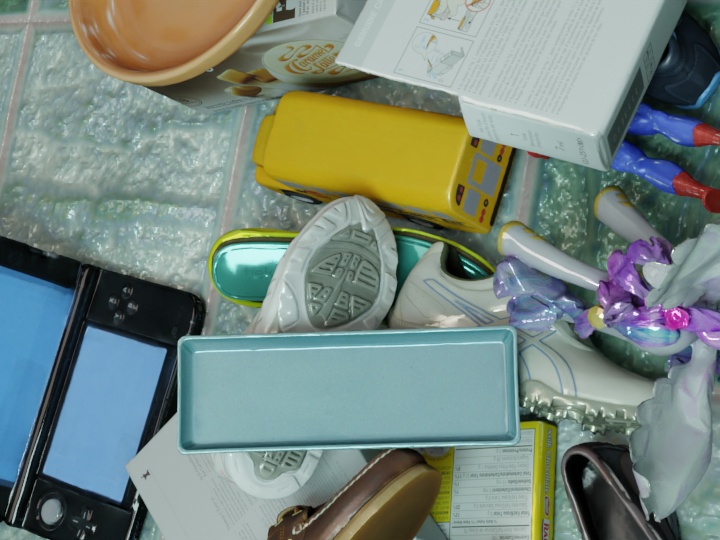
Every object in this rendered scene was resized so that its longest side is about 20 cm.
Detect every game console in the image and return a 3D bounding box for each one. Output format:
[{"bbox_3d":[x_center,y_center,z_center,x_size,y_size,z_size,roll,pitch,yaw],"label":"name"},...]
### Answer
[{"bbox_3d":[-0.230,0.088,1.396,0.175,0.116,0.201,14,85,38],"label":"game console"}]

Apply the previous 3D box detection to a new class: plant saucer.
[{"bbox_3d":[-0.007,0.071,1.136,0.198,0.019,0.070,-2,76,4],"label":"plant saucer"},{"bbox_3d":[-0.112,-0.214,1.307,0.199,0.037,0.202,-15,63,32],"label":"plant saucer"}]

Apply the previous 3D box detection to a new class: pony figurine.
[{"bbox_3d":[0.173,0.024,1.079,0.199,0.192,0.168,24,118,35],"label":"pony figurine"}]

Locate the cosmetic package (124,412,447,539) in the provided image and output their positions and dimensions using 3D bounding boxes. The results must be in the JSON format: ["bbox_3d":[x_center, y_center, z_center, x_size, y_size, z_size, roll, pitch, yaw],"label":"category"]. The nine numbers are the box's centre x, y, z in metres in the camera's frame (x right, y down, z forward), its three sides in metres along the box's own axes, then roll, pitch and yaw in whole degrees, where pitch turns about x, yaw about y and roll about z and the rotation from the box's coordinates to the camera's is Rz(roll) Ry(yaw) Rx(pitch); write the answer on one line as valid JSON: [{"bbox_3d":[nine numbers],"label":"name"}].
[{"bbox_3d":[-0.050,0.152,1.253,0.151,0.052,0.200,-44,54,13],"label":"cosmetic package"}]

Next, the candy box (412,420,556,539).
[{"bbox_3d":[0.033,0.151,1.241,0.199,0.026,0.103,-6,75,35],"label":"candy box"}]

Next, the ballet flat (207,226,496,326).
[{"bbox_3d":[0.000,0.000,1.276,0.198,0.067,0.067,6,100,8],"label":"ballet flat"}]

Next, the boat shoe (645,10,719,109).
[{"bbox_3d":[0.146,-0.174,1.227,0.200,0.069,0.085,31,95,38],"label":"boat shoe"}]

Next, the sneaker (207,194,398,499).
[{"bbox_3d":[-0.048,0.042,1.213,0.099,0.078,0.201,-4,56,61],"label":"sneaker"}]

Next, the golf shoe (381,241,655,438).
[{"bbox_3d":[0.107,0.039,1.176,0.199,0.078,0.098,17,83,24],"label":"golf shoe"}]

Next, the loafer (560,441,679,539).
[{"bbox_3d":[0.162,0.188,1.111,0.072,0.063,0.201,-34,59,24],"label":"loafer"}]

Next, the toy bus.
[{"bbox_3d":[0.006,-0.074,1.294,0.199,0.078,0.066,13,84,38],"label":"toy bus"}]

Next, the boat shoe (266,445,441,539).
[{"bbox_3d":[-0.034,0.176,1.157,0.200,0.070,0.070,-52,57,11],"label":"boat shoe"}]

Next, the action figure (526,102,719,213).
[{"bbox_3d":[0.136,-0.094,1.187,0.200,0.099,0.066,23,91,49],"label":"action figure"}]

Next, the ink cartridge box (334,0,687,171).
[{"bbox_3d":[0.104,-0.170,1.173,0.173,0.044,0.201,17,66,25],"label":"ink cartridge box"}]

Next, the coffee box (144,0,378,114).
[{"bbox_3d":[-0.063,-0.175,1.353,0.199,0.114,0.080,-8,71,34],"label":"coffee box"}]
